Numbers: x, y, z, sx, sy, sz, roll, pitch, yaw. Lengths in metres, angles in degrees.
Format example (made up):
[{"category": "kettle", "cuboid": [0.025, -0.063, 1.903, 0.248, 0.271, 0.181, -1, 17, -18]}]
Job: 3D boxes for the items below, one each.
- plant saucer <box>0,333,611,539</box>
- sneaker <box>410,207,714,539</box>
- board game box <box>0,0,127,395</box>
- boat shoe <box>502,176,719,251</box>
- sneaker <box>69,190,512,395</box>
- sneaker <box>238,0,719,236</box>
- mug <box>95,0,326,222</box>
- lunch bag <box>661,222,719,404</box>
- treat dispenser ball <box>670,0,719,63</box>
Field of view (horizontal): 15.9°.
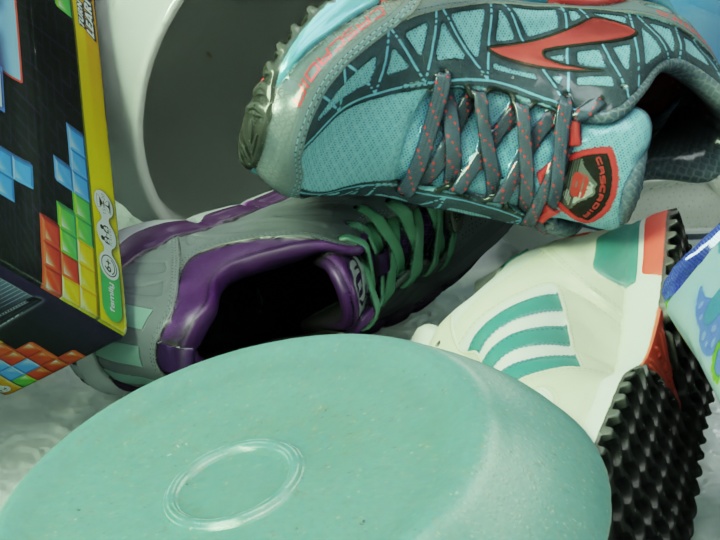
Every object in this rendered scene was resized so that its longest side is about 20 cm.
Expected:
[{"category": "plant saucer", "cuboid": [-0.031, 0.072, 0.721, 0.200, 0.036, 0.200, -14, 28, 8]}, {"category": "sneaker", "cuboid": [0.057, 0.050, 0.828, 0.093, 0.070, 0.200, -10, 27, 21]}, {"category": "board game box", "cuboid": [-0.152, -0.082, 0.820, 0.057, 0.165, 0.200, -25, 55, 24]}, {"category": "boat shoe", "cuboid": [0.149, -0.044, 0.995, 0.200, 0.070, 0.071, -2, 28, -11]}, {"category": "sneaker", "cuboid": [0.000, 0.000, 0.881, 0.200, 0.074, 0.088, -26, 23, -29]}, {"category": "sneaker", "cuboid": [0.054, -0.054, 0.855, 0.200, 0.079, 0.096, -15, 47, -37]}, {"category": "mug", "cuboid": [-0.079, -0.084, 0.974, 0.200, 0.148, 0.175, -21, 31, -22]}, {"category": "lunch bag", "cuboid": [0.205, 0.052, 0.763, 0.200, 0.127, 0.170, 27, 22, -19]}, {"category": "treat dispenser ball", "cuboid": [0.097, -0.158, 1.069, 0.201, 0.201, 0.201, 3, 27, -1]}]
